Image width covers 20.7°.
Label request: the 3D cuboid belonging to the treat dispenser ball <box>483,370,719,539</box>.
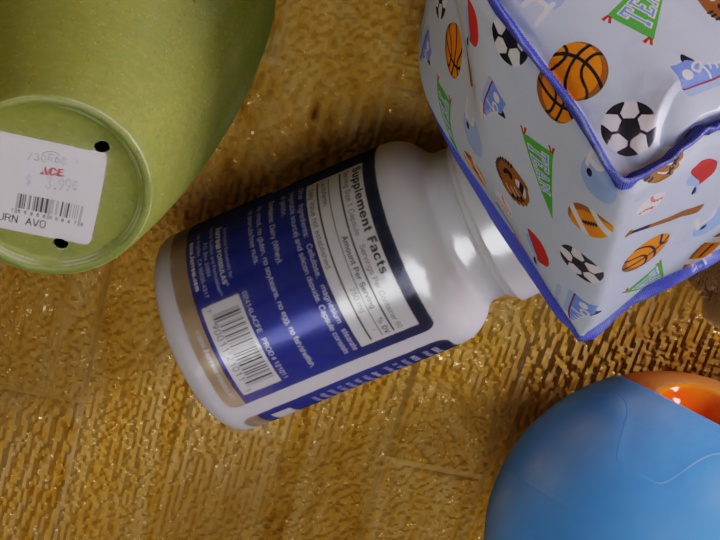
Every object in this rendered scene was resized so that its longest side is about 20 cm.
[{"bbox_3d":[0.169,0.157,1.113,0.199,0.201,0.202,0,124,0],"label":"treat dispenser ball"}]

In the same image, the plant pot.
[{"bbox_3d":[-0.136,-0.091,0.945,0.186,0.200,0.188,0,124,-1],"label":"plant pot"}]

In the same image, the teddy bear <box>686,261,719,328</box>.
[{"bbox_3d":[0.253,-0.044,1.024,0.066,0.145,0.201,1,131,-40],"label":"teddy bear"}]

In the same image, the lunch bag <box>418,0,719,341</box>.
[{"bbox_3d":[0.100,-0.100,0.927,0.123,0.200,0.170,-29,157,-17],"label":"lunch bag"}]

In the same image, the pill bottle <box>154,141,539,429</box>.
[{"bbox_3d":[0.000,0.000,1.058,0.199,0.116,0.116,-22,121,14],"label":"pill bottle"}]
